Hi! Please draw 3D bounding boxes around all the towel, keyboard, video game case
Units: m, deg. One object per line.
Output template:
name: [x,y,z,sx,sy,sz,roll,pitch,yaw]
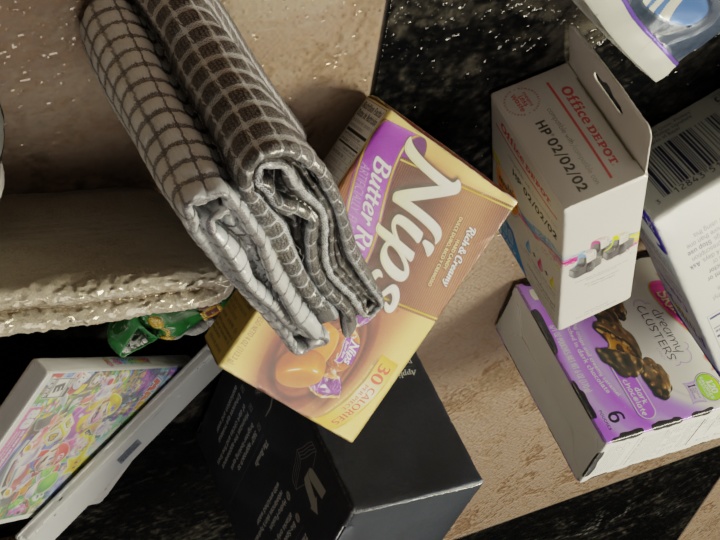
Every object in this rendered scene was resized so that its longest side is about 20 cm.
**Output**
towel: [-0.185,-0.005,0.752,0.198,0.133,0.035,-6,120,-29]
keyboard: [-0.179,0.135,0.986,0.200,0.011,0.056,-45,166,-11]
towel: [-0.064,-0.059,0.737,0.085,0.166,0.200,-34,148,0]
video game case: [-0.208,0.121,0.932,0.144,0.018,0.200,-54,161,11]

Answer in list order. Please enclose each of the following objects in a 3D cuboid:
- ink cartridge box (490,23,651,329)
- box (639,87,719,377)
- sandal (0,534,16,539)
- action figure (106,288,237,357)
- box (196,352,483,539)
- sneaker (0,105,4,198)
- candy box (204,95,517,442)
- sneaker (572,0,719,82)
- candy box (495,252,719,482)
ink cartridge box: [0.146,-0.063,0.932,0.067,0.116,0.201,-22,147,-8]
box: [0.323,-0.044,1.045,0.183,0.105,0.201,-30,126,4]
sandal: [-0.330,0.301,1.148,0.200,0.082,0.054,-52,163,22]
action figure: [-0.089,0.009,0.920,0.199,0.055,0.118,-25,147,1]
box: [-0.026,0.146,1.020,0.117,0.201,0.197,-7,143,-29]
sneaker: [-0.277,-0.066,0.664,0.199,0.074,0.080,-9,135,-37]
candy box: [0.000,0.000,0.868,0.116,0.056,0.201,33,96,-24]
sneaker: [0.190,-0.215,0.797,0.146,0.081,0.200,-45,141,12]
candy box: [0.248,0.076,1.154,0.198,0.169,0.072,-13,147,-23]
